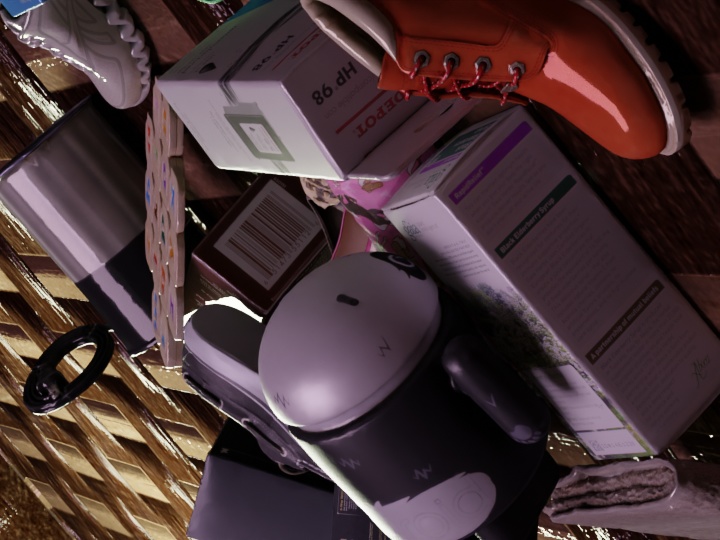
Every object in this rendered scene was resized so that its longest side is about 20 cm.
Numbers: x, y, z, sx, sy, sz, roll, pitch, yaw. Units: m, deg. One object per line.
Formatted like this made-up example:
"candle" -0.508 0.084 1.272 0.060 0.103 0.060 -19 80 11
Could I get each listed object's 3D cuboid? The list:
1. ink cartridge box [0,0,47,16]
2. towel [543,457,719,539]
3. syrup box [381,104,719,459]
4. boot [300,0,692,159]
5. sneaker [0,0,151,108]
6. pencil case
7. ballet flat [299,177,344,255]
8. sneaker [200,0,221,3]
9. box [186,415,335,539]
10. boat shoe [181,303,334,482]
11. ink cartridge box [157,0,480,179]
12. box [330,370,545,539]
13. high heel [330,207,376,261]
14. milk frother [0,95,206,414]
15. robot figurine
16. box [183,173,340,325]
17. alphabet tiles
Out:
"ink cartridge box" -0.226 -0.271 1.318 0.200 0.116 0.067 51 161 -15
"towel" 0.199 0.135 1.267 0.132 0.035 0.200 8 169 -18
"syrup box" 0.113 0.009 1.218 0.200 0.081 0.079 50 159 -9
"boot" 0.065 -0.105 1.052 0.200 0.107 0.075 40 159 14
"sneaker" -0.214 -0.183 1.534 0.075 0.081 0.200 28 156 39
"pencil case" 0.043 -0.027 1.295 0.200 0.083 0.087 55 159 -26
"ballet flat" -0.003 -0.015 1.474 0.067 0.046 0.200 31 156 36
"sneaker" -0.091 -0.201 1.221 0.200 0.084 0.074 23 151 51
"box" -0.012 0.167 1.598 0.200 0.079 0.141 18 -159 4
"boat shoe" -0.048 0.102 1.461 0.200 0.070 0.066 34 127 21
"ink cartridge box" -0.012 -0.111 1.164 0.067 0.116 0.200 55 159 -21
"box" 0.049 0.149 1.449 0.044 0.200 0.160 8 172 -41
"high heel" 0.000 0.000 1.384 0.067 0.096 0.200 30 145 15
"milk frother" -0.242 -0.007 1.773 0.188 0.200 0.180 50 165 -9
"robot figurine" 0.030 0.079 1.248 0.200 0.150 0.125 48 -161 -24
"box" -0.076 0.005 1.583 0.075 0.100 0.200 39 162 3
"alphabet tiles" -0.140 -0.036 1.567 0.196 0.015 0.200 -124 33 -68
